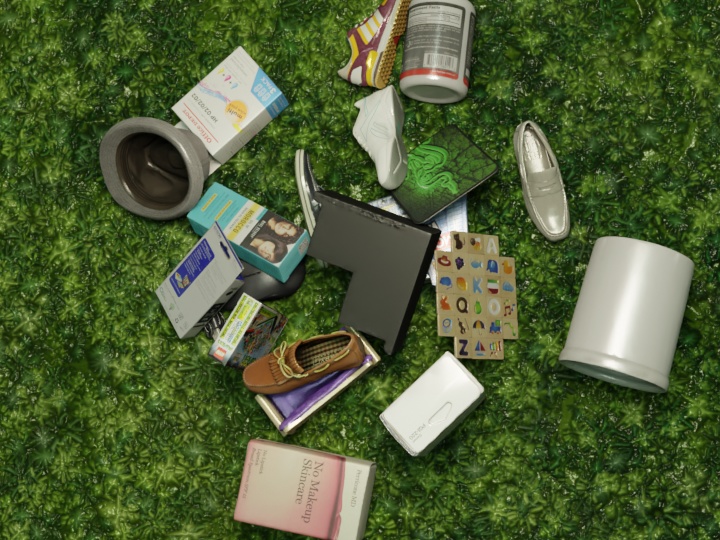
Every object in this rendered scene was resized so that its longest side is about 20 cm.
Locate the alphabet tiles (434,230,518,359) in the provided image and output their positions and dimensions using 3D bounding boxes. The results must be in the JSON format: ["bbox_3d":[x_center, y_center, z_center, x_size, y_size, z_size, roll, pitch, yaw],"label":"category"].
[{"bbox_3d":[0.185,0.040,1.697,0.165,0.006,0.202,4,80,-34],"label":"alphabet tiles"}]

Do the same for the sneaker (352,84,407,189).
[{"bbox_3d":[0.032,-0.212,1.761,0.080,0.071,0.202,-14,54,17],"label":"sneaker"}]

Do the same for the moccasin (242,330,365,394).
[{"bbox_3d":[-0.093,0.141,1.655,0.200,0.078,0.074,-13,59,17],"label":"moccasin"}]

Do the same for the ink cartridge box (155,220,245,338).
[{"bbox_3d":[-0.252,0.015,1.730,0.200,0.039,0.100,-44,68,35],"label":"ink cartridge box"}]

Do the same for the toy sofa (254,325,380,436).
[{"bbox_3d":[-0.068,0.173,1.713,0.200,0.098,0.083,-39,80,1],"label":"toy sofa"}]

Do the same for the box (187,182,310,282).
[{"bbox_3d":[-0.183,-0.065,1.751,0.199,0.049,0.083,28,68,24],"label":"box"}]

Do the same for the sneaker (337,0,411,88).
[{"bbox_3d":[0.023,-0.409,1.801,0.089,0.075,0.202,14,76,18],"label":"sneaker"}]

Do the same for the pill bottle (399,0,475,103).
[{"bbox_3d":[0.131,-0.388,1.764,0.115,0.116,0.202,6,82,7],"label":"pill bottle"}]

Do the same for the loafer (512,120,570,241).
[{"bbox_3d":[0.293,-0.146,1.733,0.069,0.070,0.202,-19,80,3],"label":"loafer"}]

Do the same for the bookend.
[{"bbox_3d":[0.000,0.000,1.680,0.197,0.092,0.202,20,99,12],"label":"bookend"}]

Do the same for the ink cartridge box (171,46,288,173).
[{"bbox_3d":[-0.235,-0.265,1.810,0.200,0.068,0.115,-42,79,-1],"label":"ink cartridge box"}]

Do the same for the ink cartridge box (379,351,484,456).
[{"bbox_3d":[0.114,0.209,1.634,0.146,0.200,0.085,-43,79,-2],"label":"ink cartridge box"}]

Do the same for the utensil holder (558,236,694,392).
[{"bbox_3d":[0.413,0.068,1.640,0.168,0.170,0.202,17,82,8],"label":"utensil holder"}]

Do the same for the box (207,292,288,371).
[{"bbox_3d":[-0.174,0.103,1.683,0.035,0.200,0.111,30,86,11],"label":"box"}]

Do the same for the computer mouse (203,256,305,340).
[{"bbox_3d":[-0.188,0.021,1.771,0.198,0.053,0.140,-20,79,3],"label":"computer mouse"}]

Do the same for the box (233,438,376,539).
[{"bbox_3d":[-0.085,0.348,1.683,0.198,0.109,0.129,10,82,8],"label":"box"}]

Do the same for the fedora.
[{"bbox_3d":[-0.329,-0.179,1.781,0.198,0.090,0.178,-3,111,31],"label":"fedora"}]

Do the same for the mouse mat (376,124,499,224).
[{"bbox_3d":[0.121,-0.159,1.716,0.160,0.200,0.008,-35,123,0],"label":"mouse mat"}]

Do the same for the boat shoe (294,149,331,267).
[{"bbox_3d":[-0.066,-0.106,1.768,0.062,0.075,0.202,-16,83,-4],"label":"boat shoe"}]

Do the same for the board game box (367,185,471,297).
[{"bbox_3d":[0.104,-0.034,1.742,0.198,0.062,0.202,-17,79,4],"label":"board game box"}]
